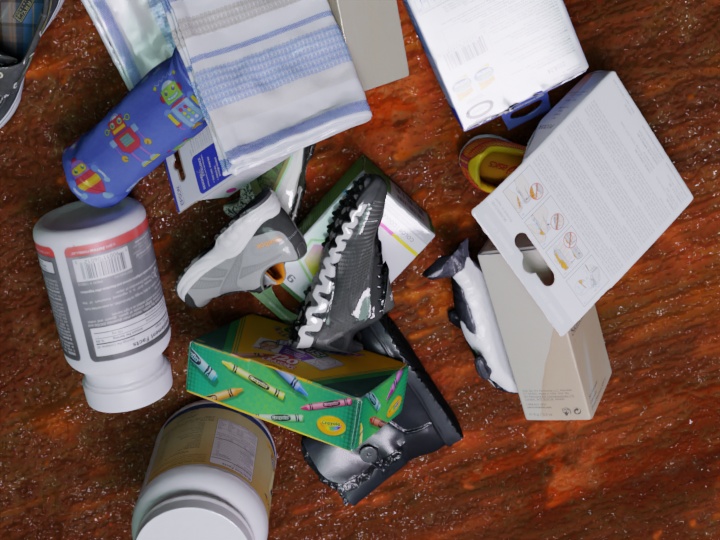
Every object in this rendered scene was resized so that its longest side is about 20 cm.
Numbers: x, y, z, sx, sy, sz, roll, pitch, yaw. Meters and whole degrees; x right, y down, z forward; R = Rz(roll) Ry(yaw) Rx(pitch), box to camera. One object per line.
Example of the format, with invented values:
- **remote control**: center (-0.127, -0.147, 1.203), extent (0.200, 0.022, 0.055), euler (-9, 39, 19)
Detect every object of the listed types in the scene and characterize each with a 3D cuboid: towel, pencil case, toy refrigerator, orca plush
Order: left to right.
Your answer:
- **pencil case**: center (-0.203, -0.139, 0.976), extent (0.199, 0.087, 0.079), euler (-33, 94, 29)
- **towel**: center (-0.167, -0.271, 0.968), extent (0.197, 0.024, 0.149), euler (-22, 112, 8)
- **towel**: center (-0.087, -0.199, 0.895), extent (0.145, 0.024, 0.203), euler (-21, 86, -9)
- **toy refrigerator**: center (-0.013, -0.275, 0.939), extent (0.069, 0.076, 0.204), euler (-22, 113, -22)
- **orca plush**: center (0.114, 0.056, 1.085), extent (0.070, 0.107, 0.200), euler (0, 147, 40)

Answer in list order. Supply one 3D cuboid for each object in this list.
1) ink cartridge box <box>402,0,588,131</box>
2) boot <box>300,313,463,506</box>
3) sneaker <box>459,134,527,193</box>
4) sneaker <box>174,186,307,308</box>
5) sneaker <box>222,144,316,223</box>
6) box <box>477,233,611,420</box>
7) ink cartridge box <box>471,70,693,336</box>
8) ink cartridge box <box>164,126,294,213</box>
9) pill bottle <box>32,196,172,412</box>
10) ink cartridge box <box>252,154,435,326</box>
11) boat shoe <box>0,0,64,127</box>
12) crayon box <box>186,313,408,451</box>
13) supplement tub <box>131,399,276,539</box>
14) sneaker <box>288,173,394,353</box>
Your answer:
- **ink cartridge box**: center (0.126, -0.228, 0.967), extent (0.135, 0.077, 0.202), euler (-24, 109, 8)
- **boot**: center (0.001, 0.156, 1.122), extent (0.166, 0.077, 0.202), euler (-31, 116, 7)
- **sneaker**: center (0.197, -0.090, 1.024), extent (0.196, 0.077, 0.074), euler (3, 112, -7)
- **sneaker**: center (-0.123, -0.002, 1.018), extent (0.079, 0.074, 0.200), euler (46, 140, -6)
- **sneaker**: center (-0.092, -0.124, 1.015), extent (0.087, 0.077, 0.203), euler (17, 108, 4)
- **box**: center (0.195, 0.047, 1.061), extent (0.077, 0.095, 0.203), euler (-5, 117, 32)
- **ink cartridge box**: center (0.209, -0.064, 0.976), extent (0.200, 0.050, 0.163), euler (-43, 109, -9)
- **ink cartridge box**: center (-0.114, -0.139, 0.980), extent (0.198, 0.037, 0.096), euler (-27, 72, 30)
- **pill bottle**: center (-0.260, 0.035, 1.050), extent (0.113, 0.116, 0.204), euler (-6, 113, 2)
- **ink cartridge box**: center (-0.026, -0.009, 1.064), extent (0.103, 0.060, 0.200), euler (40, 106, -15)
- **boat shoe**: center (-0.349, -0.211, 0.980), extent (0.068, 0.057, 0.202), euler (30, 109, -12)
- **crayon box**: center (-0.064, 0.110, 1.037), extent (0.197, 0.118, 0.059), euler (16, 107, 23)
- **supplement tub**: center (-0.166, 0.246, 1.090), extent (0.141, 0.201, 0.147), euler (0, 113, 0)
- **sneaker**: center (0.000, 0.000, 1.003), extent (0.089, 0.067, 0.203), euler (18, 115, -11)
